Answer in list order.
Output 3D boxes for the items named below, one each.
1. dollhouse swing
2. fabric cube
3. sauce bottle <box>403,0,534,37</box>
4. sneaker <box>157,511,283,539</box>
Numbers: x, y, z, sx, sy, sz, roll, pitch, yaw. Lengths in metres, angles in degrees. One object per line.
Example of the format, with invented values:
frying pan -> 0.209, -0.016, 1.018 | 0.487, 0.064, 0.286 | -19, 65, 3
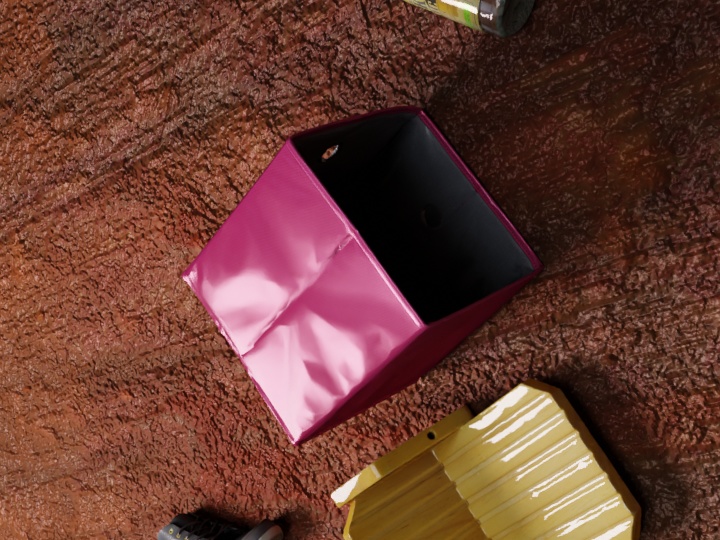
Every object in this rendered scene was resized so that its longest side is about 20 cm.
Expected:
dollhouse swing -> 0.114, 0.227, 0.981 | 0.201, 0.181, 0.176 | 57, 149, 11
fabric cube -> 0.000, 0.000, 0.979 | 0.200, 0.196, 0.199 | 54, 130, 12
sauce bottle -> 0.056, -0.261, 0.945 | 0.199, 0.065, 0.065 | 30, 120, 31
sneaker -> -0.175, 0.321, 1.286 | 0.106, 0.075, 0.200 | 54, 129, 10
